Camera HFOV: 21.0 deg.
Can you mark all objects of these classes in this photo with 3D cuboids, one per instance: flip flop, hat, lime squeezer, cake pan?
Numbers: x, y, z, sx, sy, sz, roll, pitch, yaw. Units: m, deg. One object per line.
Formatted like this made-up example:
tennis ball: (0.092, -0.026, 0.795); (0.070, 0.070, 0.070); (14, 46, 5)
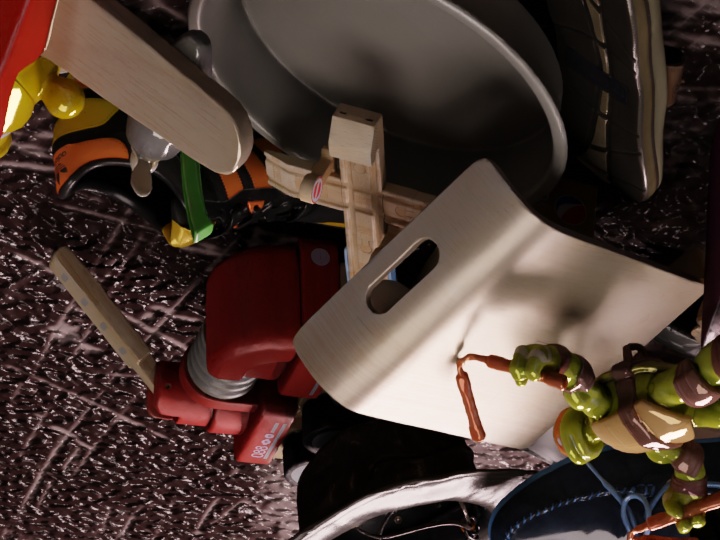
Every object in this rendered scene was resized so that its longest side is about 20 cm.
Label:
flip flop: (0.126, -0.103, 0.933); (0.081, 0.058, 0.201); (40, 159, 27)
hat: (0.011, 0.136, 1.151); (0.199, 0.081, 0.201); (-17, 154, -9)
lime squeezer: (-0.121, -0.090, 0.991); (0.200, 0.071, 0.038); (43, 160, 23)
cake pan: (0.012, -0.099, 0.948); (0.199, 0.037, 0.201); (21, 154, 11)

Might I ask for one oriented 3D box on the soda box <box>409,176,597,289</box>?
soda box: (0.071, 0.019, 1.137); (0.064, 0.068, 0.200); (14, 148, -10)

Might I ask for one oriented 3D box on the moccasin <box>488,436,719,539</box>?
moccasin: (0.172, 0.135, 1.085); (0.198, 0.068, 0.081); (-15, 124, -3)

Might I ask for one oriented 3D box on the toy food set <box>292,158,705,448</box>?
toy food set: (0.078, 0.017, 0.998); (0.143, 0.061, 0.199); (-44, 145, 24)

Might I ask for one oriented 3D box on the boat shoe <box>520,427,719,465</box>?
boat shoe: (0.149, 0.103, 1.140); (0.198, 0.066, 0.074); (9, 152, -9)

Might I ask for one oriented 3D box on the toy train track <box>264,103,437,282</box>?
toy train track: (0.000, 0.000, 1.015); (0.114, 0.033, 0.201); (16, 140, 19)

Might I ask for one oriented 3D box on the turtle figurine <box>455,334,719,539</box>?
turtle figurine: (0.157, 0.074, 0.972); (0.161, 0.065, 0.200); (-19, 131, 42)

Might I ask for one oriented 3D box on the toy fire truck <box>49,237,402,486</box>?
toy fire truck: (-0.086, 0.037, 1.179); (0.198, 0.130, 0.176); (6, 150, -15)

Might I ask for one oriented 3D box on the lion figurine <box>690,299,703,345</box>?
lion figurine: (0.288, 0.014, 1.068); (0.199, 0.073, 0.123); (-36, 110, 10)

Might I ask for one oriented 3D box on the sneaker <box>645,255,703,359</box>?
sneaker: (0.228, 0.056, 1.167); (0.198, 0.060, 0.104); (15, 145, -14)

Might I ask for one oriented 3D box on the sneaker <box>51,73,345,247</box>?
sneaker: (-0.074, -0.043, 1.052); (0.199, 0.091, 0.070); (20, 147, -17)

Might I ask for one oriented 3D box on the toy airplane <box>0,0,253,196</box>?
toy airplane: (-0.159, -0.124, 0.910); (0.198, 0.202, 0.141); (-12, -175, 18)

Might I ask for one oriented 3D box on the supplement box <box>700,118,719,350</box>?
supplement box: (0.277, -0.019, 0.965); (0.198, 0.132, 0.103); (8, 150, 2)
